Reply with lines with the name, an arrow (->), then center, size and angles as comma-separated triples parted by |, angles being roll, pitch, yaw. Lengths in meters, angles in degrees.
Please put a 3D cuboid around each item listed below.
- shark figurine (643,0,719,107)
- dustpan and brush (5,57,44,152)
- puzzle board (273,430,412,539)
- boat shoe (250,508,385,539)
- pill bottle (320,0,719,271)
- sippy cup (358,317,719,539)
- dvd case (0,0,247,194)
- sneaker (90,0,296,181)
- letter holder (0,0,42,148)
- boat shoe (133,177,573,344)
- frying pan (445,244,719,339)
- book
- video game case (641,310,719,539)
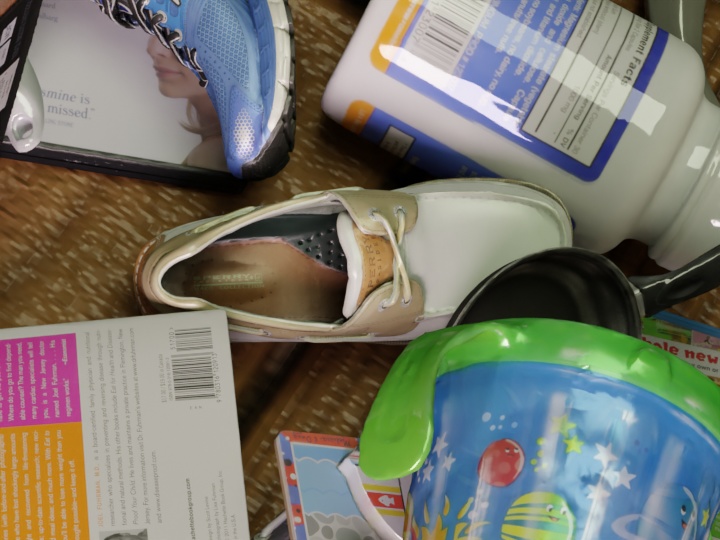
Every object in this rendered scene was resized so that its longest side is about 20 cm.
shark figurine -> 0.173, -0.149, 1.334 | 0.127, 0.090, 0.216 | 6, 70, -1
dustpan and brush -> -0.170, -0.135, 1.210 | 0.139, 0.057, 0.201 | -24, 45, 9
puzzle board -> 0.065, 0.139, 1.103 | 0.199, 0.017, 0.151 | 8, 55, -29
boat shoe -> -0.056, 0.160, 1.117 | 0.200, 0.072, 0.068 | -45, 48, -17
pill bottle -> 0.091, -0.077, 1.260 | 0.199, 0.112, 0.112 | 28, 58, -2
sippy cup -> 0.071, 0.108, 1.037 | 0.177, 0.140, 0.131 | 21, 58, -6
dvd case -> -0.118, -0.135, 1.281 | 0.142, 0.018, 0.201 | 8, 60, -12
sneaker -> -0.085, -0.125, 1.242 | 0.089, 0.079, 0.201 | -17, 65, -9
letter holder -> -0.226, -0.082, 1.112 | 0.142, 0.200, 0.101 | 37, 58, 5
boat shoe -> 0.000, 0.000, 1.187 | 0.199, 0.068, 0.075 | -10, 89, -5
frying pan -> 0.099, 0.014, 1.189 | 0.190, 0.115, 0.031 | -49, 39, -9
book -> -0.148, 0.082, 1.108 | 0.199, 0.048, 0.134 | -5, 52, -4
video game case -> 0.122, 0.106, 1.226 | 0.142, 0.018, 0.201 | 18, 59, -7
